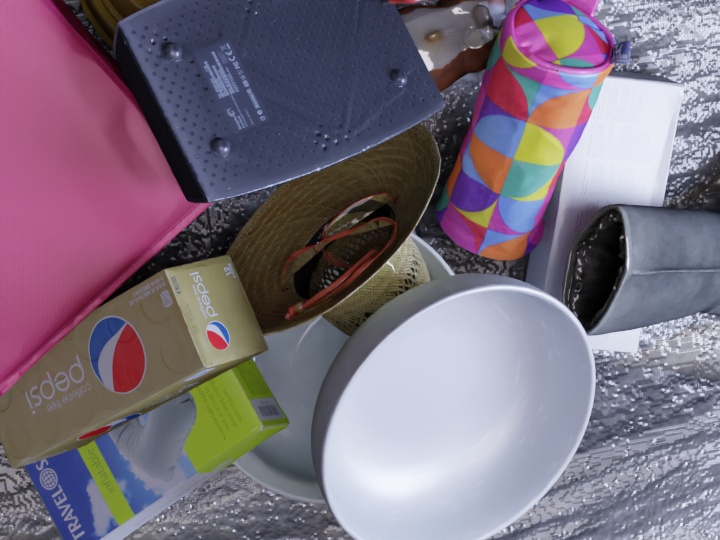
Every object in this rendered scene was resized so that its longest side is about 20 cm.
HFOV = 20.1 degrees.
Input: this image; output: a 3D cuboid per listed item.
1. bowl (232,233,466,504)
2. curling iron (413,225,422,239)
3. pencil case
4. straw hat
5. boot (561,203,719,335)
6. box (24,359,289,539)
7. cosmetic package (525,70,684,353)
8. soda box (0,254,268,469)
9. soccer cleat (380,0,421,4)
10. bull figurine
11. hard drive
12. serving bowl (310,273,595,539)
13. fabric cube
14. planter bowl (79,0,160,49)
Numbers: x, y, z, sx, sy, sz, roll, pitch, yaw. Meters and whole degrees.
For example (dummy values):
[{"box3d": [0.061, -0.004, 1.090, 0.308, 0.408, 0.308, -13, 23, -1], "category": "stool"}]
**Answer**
[{"box3d": [-0.011, 0.065, 1.430, 0.200, 0.090, 0.202, -2, 81, 11], "category": "bowl"}, {"box3d": [0.054, 0.042, 1.480, 0.025, 0.050, 0.201, -16, 103, -19], "category": "curling iron"}, {"box3d": [0.114, -0.098, 1.393, 0.088, 0.089, 0.200, 9, 136, -12], "category": "pencil case"}, {"box3d": [0.000, 0.000, 1.338, 0.201, 0.201, 0.085, -42, 116, 2], "category": "straw hat"}, {"box3d": [0.241, -0.035, 1.444, 0.199, 0.073, 0.183, 7, 103, -35], "category": "boot"}, {"box3d": [-0.159, 0.107, 1.397, 0.200, 0.048, 0.122, -35, 76, 20], "category": "box"}, {"box3d": [0.172, -0.045, 1.476, 0.082, 0.051, 0.201, 5, 103, -16], "category": "cosmetic package"}, {"box3d": [-0.156, 0.060, 1.304, 0.200, 0.064, 0.068, -28, 82, 37], "category": "soda box"}, {"box3d": [0.069, -0.232, 1.339, 0.085, 0.200, 0.069, -14, 112, 28], "category": "soccer cleat"}, {"box3d": [0.024, -0.144, 1.399, 0.200, 0.121, 0.065, -29, 86, -9], "category": "bull figurine"}, {"box3d": [-0.052, -0.121, 1.267, 0.200, 0.042, 0.135, -25, 86, -36], "category": "hard drive"}, {"box3d": [0.051, 0.085, 1.309, 0.199, 0.066, 0.201, -14, 123, -23], "category": "serving bowl"}, {"box3d": [-0.235, -0.075, 1.316, 0.196, 0.200, 0.199, -41, 107, 0], "category": "fabric cube"}, {"box3d": [-0.109, -0.217, 1.333, 0.199, 0.083, 0.201, 1, 99, 9], "category": "planter bowl"}]
